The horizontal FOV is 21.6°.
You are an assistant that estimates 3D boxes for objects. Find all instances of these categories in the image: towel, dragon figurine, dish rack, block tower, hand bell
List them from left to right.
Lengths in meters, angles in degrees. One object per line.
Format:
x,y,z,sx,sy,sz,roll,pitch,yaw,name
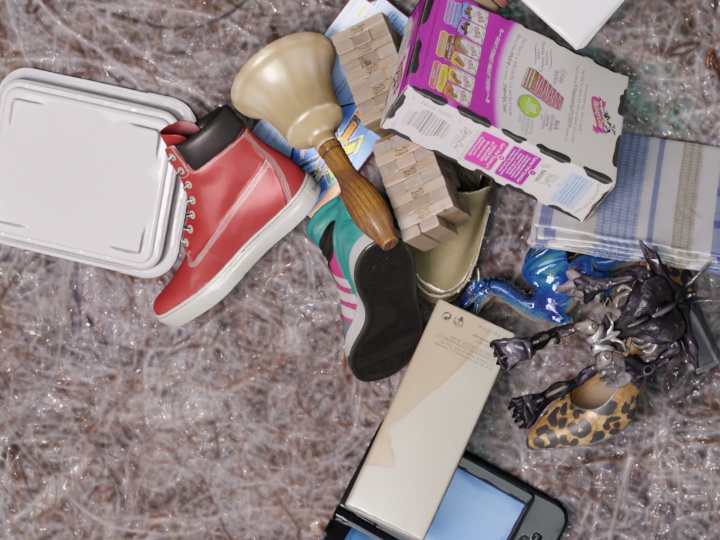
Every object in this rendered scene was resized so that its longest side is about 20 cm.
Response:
-0.260,-0.089,1.760,0.198,0.044,0.173,13,102,8,dish rack
-0.023,-0.097,1.626,0.104,0.104,0.201,-38,63,13,hand bell
0.037,-0.121,1.646,0.054,0.058,0.202,-24,73,16,block tower
0.179,-0.001,1.693,0.200,0.059,0.100,-41,91,14,dragon figurine
0.251,-0.061,1.644,0.198,0.148,0.024,8,140,7,towel

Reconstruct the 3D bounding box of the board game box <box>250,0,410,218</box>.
-0.017,-0.153,1.721,0.103,0.019,0.200,39,103,3,board game box

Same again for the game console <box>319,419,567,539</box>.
0.067,0.258,1.724,0.199,0.118,0.172,28,103,3,game console

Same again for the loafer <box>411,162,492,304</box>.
0.081,-0.066,1.694,0.075,0.067,0.202,11,101,7,loafer

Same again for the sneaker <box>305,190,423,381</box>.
0.000,0.000,1.709,0.083,0.121,0.201,-13,140,-13,sneaker

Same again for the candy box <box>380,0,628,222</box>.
0.126,-0.144,1.613,0.199,0.137,0.061,24,138,-11,candy box

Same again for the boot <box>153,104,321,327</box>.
-0.152,-0.053,1.710,0.144,0.073,0.200,39,110,-17,boot

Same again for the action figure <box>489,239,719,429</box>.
0.205,0.050,1.588,0.199,0.102,0.120,-25,97,-14,action figure

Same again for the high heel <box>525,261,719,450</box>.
0.212,0.069,1.667,0.199,0.072,0.143,-31,124,0,high heel

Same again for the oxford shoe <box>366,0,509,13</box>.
0.036,-0.264,1.668,0.199,0.070,0.075,30,97,14,oxford shoe

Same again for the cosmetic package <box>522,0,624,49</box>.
0.153,-0.296,1.577,0.199,0.200,0.123,42,101,0,cosmetic package

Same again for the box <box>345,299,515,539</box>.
0.062,0.136,1.687,0.077,0.095,0.201,25,81,4,box
